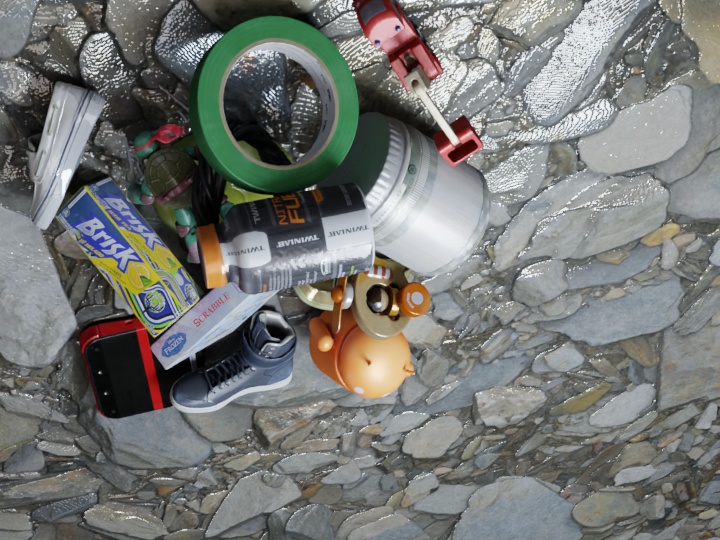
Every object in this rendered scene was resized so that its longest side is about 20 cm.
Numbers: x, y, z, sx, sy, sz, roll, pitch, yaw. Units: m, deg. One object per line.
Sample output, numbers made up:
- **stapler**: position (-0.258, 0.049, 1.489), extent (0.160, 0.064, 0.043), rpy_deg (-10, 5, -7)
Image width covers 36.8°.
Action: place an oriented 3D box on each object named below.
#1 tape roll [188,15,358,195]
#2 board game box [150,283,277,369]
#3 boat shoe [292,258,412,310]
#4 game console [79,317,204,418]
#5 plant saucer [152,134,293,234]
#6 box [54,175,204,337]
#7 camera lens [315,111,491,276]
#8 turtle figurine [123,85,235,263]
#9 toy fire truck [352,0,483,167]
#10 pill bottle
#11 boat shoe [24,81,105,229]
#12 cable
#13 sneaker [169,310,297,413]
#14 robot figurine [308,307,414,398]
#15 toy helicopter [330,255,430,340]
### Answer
- **tape roll**: position (-0.100, -0.191, 1.267), extent (0.197, 0.204, 0.048), rpy_deg (0, 179, -23)
- **board game box**: position (-0.166, 0.038, 1.478), extent (0.199, 0.200, 0.041), rpy_deg (-40, 87, 22)
- **boat shoe**: position (-0.010, 0.011, 1.543), extent (0.198, 0.074, 0.063), rpy_deg (3, 135, -39)
- **game console**: position (-0.325, 0.144, 1.643), extent (0.174, 0.031, 0.202), rpy_deg (-13, 137, -12)
- **plant saucer**: position (-0.179, -0.100, 1.437), extent (0.196, 0.031, 0.202), rpy_deg (-7, 135, -7)
- **box**: position (-0.293, -0.019, 1.382), extent (0.064, 0.070, 0.201), rpy_deg (-38, 93, 22)
- **camera lens**: position (0.061, -0.096, 1.413), extent (0.198, 0.161, 0.160), rpy_deg (27, 122, -35)
- **turtle figurine**: position (-0.228, -0.113, 1.335), extent (0.148, 0.101, 0.201), rpy_deg (-29, 115, 11)
- **toy fire truck**: position (0.068, -0.233, 1.294), extent (0.048, 0.142, 0.200), rpy_deg (-30, 134, 16)
- **pill bottle**: position (-0.089, -0.033, 1.254), extent (0.197, 0.107, 0.107), rpy_deg (-12, 136, -12)
- **boat shoe**: position (-0.375, -0.145, 1.323), extent (0.066, 0.074, 0.201), rpy_deg (24, 116, -14)
- **cable**: position (-0.143, -0.090, 1.325), extent (0.163, 0.050, 0.202), rpy_deg (-42, 122, -30)
- **sneaker**: position (-0.186, 0.132, 1.609), extent (0.200, 0.077, 0.147), rpy_deg (-17, 148, -25)
- **robot figurine**: position (-0.003, 0.117, 1.580), extent (0.116, 0.199, 0.145), rpy_deg (-36, 116, -17)
- **toy helicopter**: position (0.000, 0.000, 1.483), extent (0.131, 0.203, 0.079), rpy_deg (-21, 175, -27)
